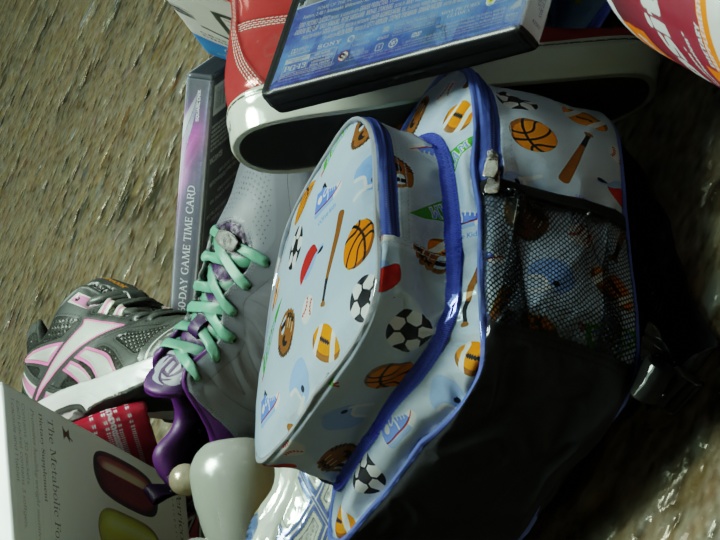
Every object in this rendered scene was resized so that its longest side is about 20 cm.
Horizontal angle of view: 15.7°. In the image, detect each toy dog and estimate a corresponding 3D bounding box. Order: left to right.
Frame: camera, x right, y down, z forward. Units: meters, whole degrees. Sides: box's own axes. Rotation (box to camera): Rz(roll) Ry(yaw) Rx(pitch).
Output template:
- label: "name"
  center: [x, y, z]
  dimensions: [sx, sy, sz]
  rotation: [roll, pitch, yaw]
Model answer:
- label: "toy dog"
  center: [-0.089, 0.185, 1.261]
  dimensions: [0.096, 0.132, 0.200]
  rotation: [3, 64, 25]

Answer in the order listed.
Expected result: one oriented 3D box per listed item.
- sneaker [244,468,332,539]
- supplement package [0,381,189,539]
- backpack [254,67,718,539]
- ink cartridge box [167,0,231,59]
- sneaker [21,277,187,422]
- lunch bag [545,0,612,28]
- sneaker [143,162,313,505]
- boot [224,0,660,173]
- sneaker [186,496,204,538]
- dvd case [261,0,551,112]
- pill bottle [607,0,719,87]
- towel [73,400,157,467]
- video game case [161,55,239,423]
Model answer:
- label: "sneaker"
  center: [-0.001, 0.122, 1.217]
  dimensions: [0.088, 0.075, 0.200]
  rotation: [4, 87, 35]
- label: "supplement package"
  center: [-0.173, 0.145, 1.310]
  dimensions: [0.109, 0.200, 0.114]
  rotation: [-15, 67, 18]
- label: "backpack"
  center: [0.041, 0.013, 1.116]
  dimensions: [0.200, 0.154, 0.191]
  rotation: [-49, 22, 43]
- label: "ink cartridge box"
  center: [-0.023, -0.153, 1.358]
  dimensions: [0.200, 0.146, 0.084]
  rotation: [45, -115, -77]
- label: "sneaker"
  center: [-0.131, 0.041, 1.427]
  dimensions: [0.200, 0.080, 0.086]
  rotation: [-20, 70, 42]
- label: "lunch bag"
  center: [0.108, -0.193, 1.296]
  dimensions: [0.151, 0.094, 0.200]
  rotation: [-92, 17, -54]
- label: "sneaker"
  center: [-0.060, 0.024, 1.268]
  dimensions: [0.074, 0.087, 0.200]
  rotation: [31, 124, 46]
- label: "boot"
  center: [0.034, -0.128, 1.210]
  dimensions: [0.072, 0.200, 0.144]
  rotation: [83, -177, -64]
- label: "sneaker"
  center: [-0.094, 0.146, 1.434]
  dimensions: [0.081, 0.075, 0.200]
  rotation: [-29, 41, 61]
- label: "dvd case"
  center: [0.039, -0.163, 1.145]
  dimensions: [0.143, 0.018, 0.200]
  rotation: [-12, 49, 39]
- label: "pill bottle"
  center: [0.157, -0.126, 1.019]
  dimensions: [0.113, 0.113, 0.200]
  rotation: [-64, 19, 9]
- label: "towel"
  center: [-0.208, 0.119, 1.423]
  dimensions: [0.145, 0.200, 0.023]
  rotation: [90, 164, -71]
- label: "video game case"
  center: [-0.085, -0.026, 1.509]
  dimensions: [0.143, 0.019, 0.200]
  rotation: [-55, -28, -74]
